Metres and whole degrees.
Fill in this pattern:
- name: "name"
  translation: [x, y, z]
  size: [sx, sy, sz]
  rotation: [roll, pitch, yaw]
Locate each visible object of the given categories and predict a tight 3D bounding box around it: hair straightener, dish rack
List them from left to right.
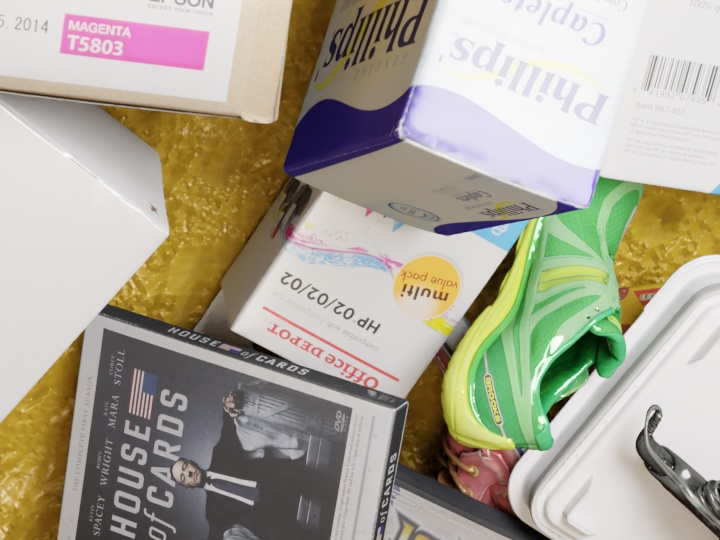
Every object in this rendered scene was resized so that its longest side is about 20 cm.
- name: "dish rack"
  translation: [0.201, 0.107, 1.354]
  size: [0.171, 0.044, 0.200]
  rotation: [33, 107, -22]
- name: "hair straightener"
  translation: [0.221, 0.147, 1.310]
  size: [0.041, 0.077, 0.200]
  rotation: [-43, 112, -4]

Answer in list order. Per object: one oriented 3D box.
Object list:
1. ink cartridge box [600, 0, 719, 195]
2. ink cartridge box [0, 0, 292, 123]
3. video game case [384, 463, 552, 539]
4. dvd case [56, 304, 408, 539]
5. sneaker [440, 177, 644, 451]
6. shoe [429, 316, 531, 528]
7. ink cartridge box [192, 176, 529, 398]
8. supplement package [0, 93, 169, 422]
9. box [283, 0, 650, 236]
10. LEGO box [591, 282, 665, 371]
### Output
- name: "ink cartridge box"
  translation: [0.210, -0.148, 1.299]
  size: [0.144, 0.084, 0.201]
  rotation: [8, 113, -13]
- name: "ink cartridge box"
  translation: [-0.141, -0.148, 1.200]
  size: [0.199, 0.165, 0.076]
  rotation: [6, 114, -12]
- name: "video game case"
  translation: [0.036, 0.216, 1.405]
  size: [0.199, 0.026, 0.181]
  rotation: [27, 111, -25]
- name: "dvd case"
  translation: [-0.077, 0.117, 1.343]
  size: [0.199, 0.025, 0.151]
  rotation: [16, 108, 21]
- name: "sneaker"
  translation: [0.118, 0.022, 1.327]
  size: [0.083, 0.201, 0.074]
  rotation: [18, 154, 24]
- name: "shoe"
  translation: [0.070, 0.121, 1.410]
  size: [0.091, 0.072, 0.201]
  rotation: [-31, 119, 2]
- name: "ink cartridge box"
  translation: [0.000, 0.000, 1.344]
  size: [0.115, 0.068, 0.201]
  rotation: [28, 107, -19]
- name: "supplement package"
  translation: [-0.212, -0.006, 1.278]
  size: [0.121, 0.120, 0.200]
  rotation: [39, 104, -21]
- name: "box"
  translation: [0.060, -0.132, 1.191]
  size: [0.104, 0.184, 0.201]
  rotation: [20, 80, -17]
- name: "LEGO box"
  translation: [0.243, 0.082, 1.415]
  size: [0.198, 0.077, 0.150]
  rotation: [-6, 115, -6]
